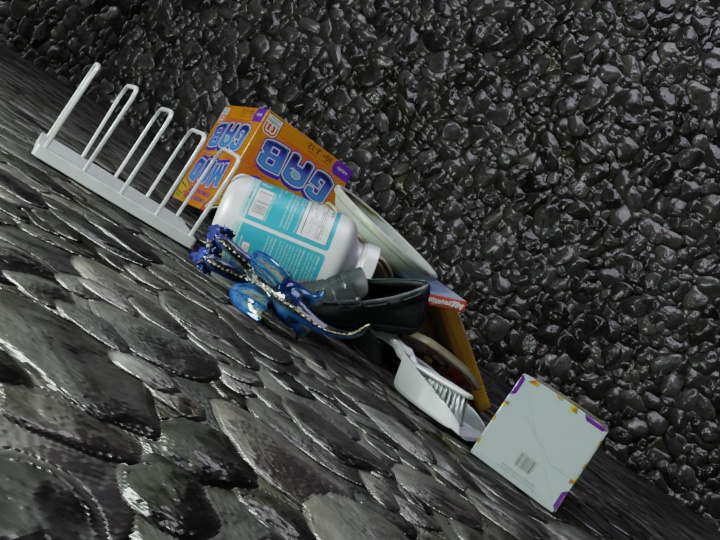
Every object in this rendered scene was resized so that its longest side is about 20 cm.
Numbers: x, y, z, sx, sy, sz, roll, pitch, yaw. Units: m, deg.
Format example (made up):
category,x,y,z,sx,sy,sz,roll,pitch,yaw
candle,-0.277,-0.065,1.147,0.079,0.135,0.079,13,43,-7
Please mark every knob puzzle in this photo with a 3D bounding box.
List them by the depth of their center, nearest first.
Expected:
category,x,y,z,sx,sy,sz,roll,pitch,yaw
knob puzzle,0.080,0.126,1.108,0.219,0.031,0.220,30,-14,8

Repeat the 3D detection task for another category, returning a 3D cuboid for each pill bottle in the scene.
category,x,y,z,sx,sy,sz,roll,pitch,yaw
pill bottle,-0.079,-0.033,0.946,0.199,0.111,0.111,23,2,-5

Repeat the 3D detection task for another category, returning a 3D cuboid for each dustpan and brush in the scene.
category,x,y,z,sx,sy,sz,roll,pitch,yaw
dustpan and brush,0.068,0.119,0.900,0.200,0.057,0.140,32,0,24

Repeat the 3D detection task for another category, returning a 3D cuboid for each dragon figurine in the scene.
category,x,y,z,sx,sy,sz,roll,pitch,yaw
dragon figurine,-0.088,0.020,0.751,0.200,0.059,0.099,34,1,40

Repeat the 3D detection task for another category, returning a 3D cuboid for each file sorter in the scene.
category,x,y,z,sx,sy,sz,roll,pitch,yaw
file sorter,-0.264,-0.142,0.920,0.200,0.125,0.139,33,1,-25

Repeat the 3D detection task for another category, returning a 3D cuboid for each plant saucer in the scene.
category,x,y,z,sx,sy,sz,roll,pitch,yaw
plant saucer,0.026,-0.042,1.130,0.200,0.050,0.200,42,9,-8

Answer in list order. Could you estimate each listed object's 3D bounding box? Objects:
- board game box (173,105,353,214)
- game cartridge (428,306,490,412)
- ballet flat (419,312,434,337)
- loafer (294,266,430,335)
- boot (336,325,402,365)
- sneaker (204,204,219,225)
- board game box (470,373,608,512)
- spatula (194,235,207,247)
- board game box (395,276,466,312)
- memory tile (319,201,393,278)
category,x,y,z,sx,sy,sz,roll,pitch,yaw
board game box,-0.178,-0.156,1.391,0.199,0.200,0.200,33,-5,-33
game cartridge,0.150,0.123,1.305,0.176,0.032,0.201,-142,-148,-77
ballet flat,0.036,0.047,1.274,0.200,0.071,0.065,33,-11,10
loafer,-0.014,0.027,0.882,0.200,0.071,0.068,7,25,-21
boot,-0.024,0.015,1.037,0.200,0.065,0.165,37,-35,40
sneaker,-0.174,-0.046,1.165,0.084,0.077,0.200,8,16,-44
board game box,0.211,0.191,0.879,0.105,0.103,0.200,34,1,20
spatula,-0.132,0.006,0.984,0.200,0.021,0.057,34,5,13
board game box,0.087,0.027,1.165,0.102,0.020,0.200,14,6,-8
memory tile,0.000,0.000,1.094,0.153,0.017,0.200,47,-17,25
